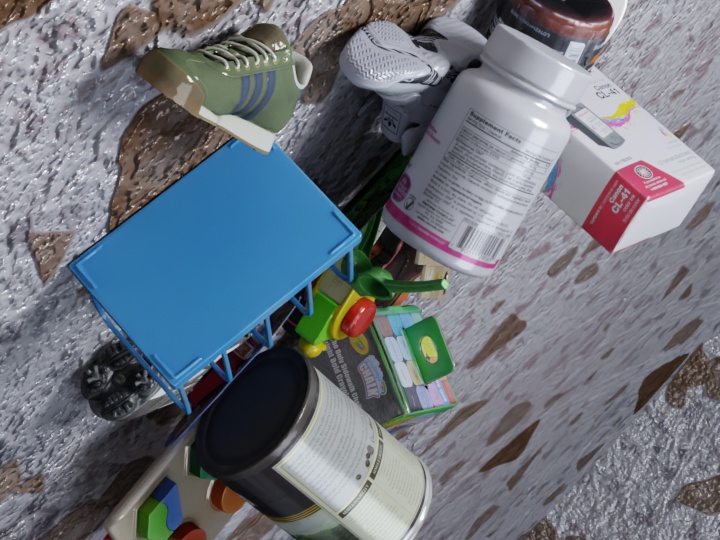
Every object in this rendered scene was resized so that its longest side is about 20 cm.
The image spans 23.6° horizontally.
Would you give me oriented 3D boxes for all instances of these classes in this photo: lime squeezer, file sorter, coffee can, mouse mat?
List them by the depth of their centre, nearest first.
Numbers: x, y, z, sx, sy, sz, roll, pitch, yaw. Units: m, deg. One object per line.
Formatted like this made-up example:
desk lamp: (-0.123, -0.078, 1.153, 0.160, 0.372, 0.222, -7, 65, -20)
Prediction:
file sorter: (-0.118, 0.006, 1.466, 0.200, 0.139, 0.123, -39, 162, -14)
lime squeezer: (0.022, -0.001, 1.530, 0.071, 0.200, 0.038, -27, 117, -5)
mouse mat: (0.013, -0.073, 1.622, 0.200, 0.008, 0.161, -46, -170, -5)
coffee can: (-0.044, 0.191, 1.708, 0.146, 0.146, 0.200, -45, 123, 2)

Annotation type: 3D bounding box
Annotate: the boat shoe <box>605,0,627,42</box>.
boat shoe: (0.194, -0.216, 1.736, 0.200, 0.072, 0.069, -56, 179, 11)

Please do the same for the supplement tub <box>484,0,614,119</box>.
supplement tub: (0.157, -0.181, 1.643, 0.107, 0.107, 0.200, -22, 145, -46)

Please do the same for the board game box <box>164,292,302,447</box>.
board game box: (-0.138, 0.084, 1.685, 0.200, 0.039, 0.158, -47, -174, 10)

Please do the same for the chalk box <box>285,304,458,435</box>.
chalk box: (0.014, 0.113, 1.848, 0.200, 0.125, 0.124, -26, 168, 26)

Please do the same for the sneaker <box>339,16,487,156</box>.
sneaker: (0.034, -0.157, 1.522, 0.200, 0.075, 0.115, -20, 146, -54)

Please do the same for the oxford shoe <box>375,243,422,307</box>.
oxford shoe: (0.035, -0.017, 1.809, 0.072, 0.071, 0.200, -21, 150, -40)

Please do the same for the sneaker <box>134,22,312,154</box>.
sneaker: (-0.096, -0.154, 1.310, 0.090, 0.067, 0.200, -54, 159, 5)

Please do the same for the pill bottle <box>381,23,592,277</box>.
pill bottle: (0.112, -0.105, 1.503, 0.200, 0.113, 0.113, -61, 156, 13)

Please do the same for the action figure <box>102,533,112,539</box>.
action figure: (-0.190, 0.251, 1.870, 0.200, 0.099, 0.065, -41, 159, -2)

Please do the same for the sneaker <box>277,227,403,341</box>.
sneaker: (-0.008, -0.003, 1.754, 0.200, 0.074, 0.087, -49, -179, 32)

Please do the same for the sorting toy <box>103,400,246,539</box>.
sorting toy: (-0.171, 0.236, 1.772, 0.185, 0.036, 0.200, -51, 151, -23)

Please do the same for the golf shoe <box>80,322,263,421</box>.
golf shoe: (-0.167, 0.071, 1.603, 0.200, 0.078, 0.095, -32, 164, -8)

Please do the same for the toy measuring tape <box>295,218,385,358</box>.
toy measuring tape: (0.000, 0.000, 1.675, 0.200, 0.074, 0.074, -59, 157, 10)

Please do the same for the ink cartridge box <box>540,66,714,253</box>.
ink cartridge box: (0.250, -0.124, 1.821, 0.148, 0.200, 0.086, -22, 150, -47)

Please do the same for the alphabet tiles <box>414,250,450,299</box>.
alphabet tiles: (0.089, -0.070, 1.727, 0.166, 0.006, 0.200, 1, 99, -74)
